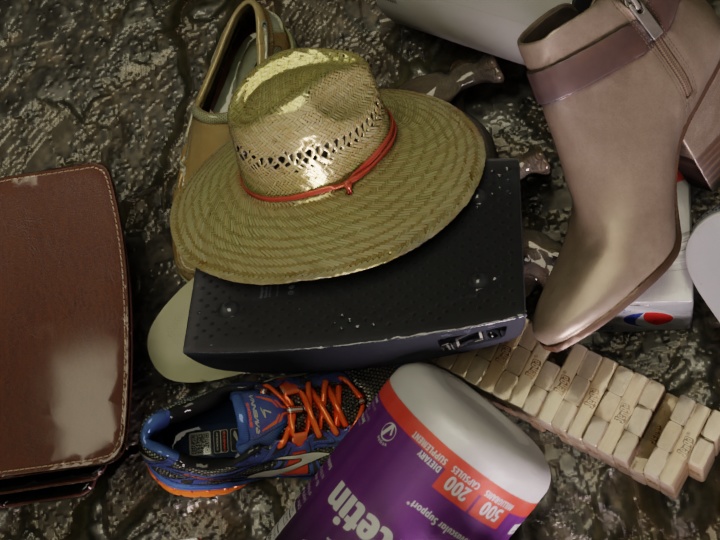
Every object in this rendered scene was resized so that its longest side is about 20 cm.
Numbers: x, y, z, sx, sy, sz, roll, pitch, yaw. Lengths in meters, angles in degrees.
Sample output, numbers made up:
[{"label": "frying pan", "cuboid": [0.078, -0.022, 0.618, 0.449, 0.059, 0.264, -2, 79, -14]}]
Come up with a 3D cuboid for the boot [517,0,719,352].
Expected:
[{"label": "boot", "cuboid": [0.133, -0.073, 0.768, 0.200, 0.146, 0.070, -47, 25, -16]}]

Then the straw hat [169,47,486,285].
[{"label": "straw hat", "cuboid": [-0.030, -0.084, 0.816, 0.200, 0.085, 0.202, -11, 39, 9]}]

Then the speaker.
[{"label": "speaker", "cuboid": [0.094, -0.176, 0.870, 0.081, 0.081, 0.200, -54, 41, -6]}]

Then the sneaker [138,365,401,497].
[{"label": "sneaker", "cuboid": [-0.050, 0.100, 0.867, 0.199, 0.078, 0.076, -17, 71, 8]}]

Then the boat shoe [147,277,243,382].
[{"label": "boat shoe", "cuboid": [-0.048, 0.010, 0.905, 0.201, 0.063, 0.074, -35, 85, 0]}]

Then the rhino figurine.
[{"label": "rhino figurine", "cuboid": [0.080, -0.054, 0.890, 0.087, 0.060, 0.201, -26, 65, 7]}]

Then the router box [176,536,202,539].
[{"label": "router box", "cuboid": [-0.173, 0.260, 0.780, 0.199, 0.049, 0.180, -11, 75, -2]}]

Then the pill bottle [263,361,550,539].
[{"label": "pill bottle", "cuboid": [0.013, 0.160, 0.806, 0.112, 0.112, 0.200, 40, 97, 21]}]

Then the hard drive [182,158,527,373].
[{"label": "hard drive", "cuboid": [0.000, 0.000, 0.818, 0.199, 0.042, 0.135, -7, 49, 12]}]

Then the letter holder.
[{"label": "letter holder", "cuboid": [-0.205, 0.044, 0.913, 0.141, 0.101, 0.201, -10, 71, 9]}]

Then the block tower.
[{"label": "block tower", "cuboid": [0.123, 0.072, 0.846, 0.199, 0.058, 0.054, 26, 80, 21]}]

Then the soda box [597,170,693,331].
[{"label": "soda box", "cuboid": [0.176, -0.066, 0.869, 0.063, 0.068, 0.201, -2, 72, 13]}]

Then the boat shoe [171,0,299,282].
[{"label": "boat shoe", "cuboid": [-0.095, -0.089, 0.937, 0.071, 0.076, 0.201, 5, 75, 15]}]

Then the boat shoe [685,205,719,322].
[{"label": "boat shoe", "cuboid": [0.255, 0.051, 0.814, 0.072, 0.066, 0.201, -32, 88, 26]}]
